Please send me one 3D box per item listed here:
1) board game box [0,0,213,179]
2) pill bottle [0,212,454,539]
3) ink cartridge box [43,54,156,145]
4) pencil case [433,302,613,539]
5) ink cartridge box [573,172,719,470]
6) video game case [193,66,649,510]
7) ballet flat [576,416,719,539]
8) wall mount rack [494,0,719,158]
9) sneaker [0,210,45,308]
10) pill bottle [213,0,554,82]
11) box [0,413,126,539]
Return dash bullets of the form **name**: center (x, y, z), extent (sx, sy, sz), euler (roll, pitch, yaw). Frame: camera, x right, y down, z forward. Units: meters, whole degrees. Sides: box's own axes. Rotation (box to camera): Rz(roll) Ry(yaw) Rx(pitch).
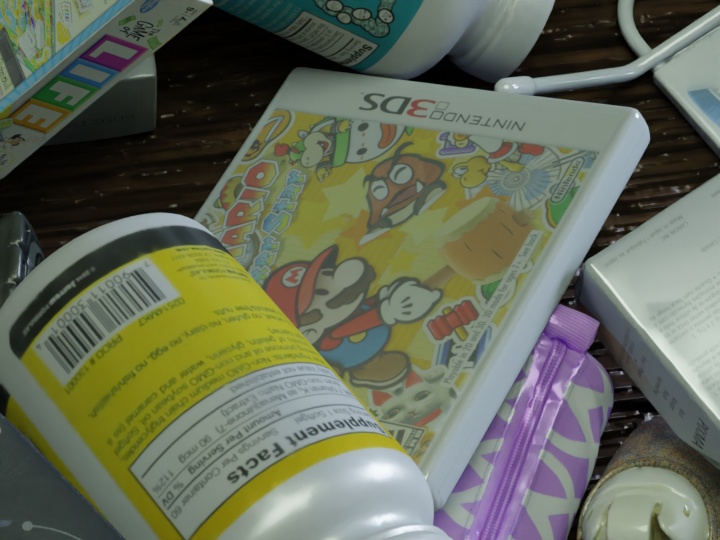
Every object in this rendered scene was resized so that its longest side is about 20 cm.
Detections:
- **board game box**: center (-0.144, -0.158, 1.116), extent (0.034, 0.134, 0.200), euler (16, 48, -48)
- **pill bottle**: center (-0.045, 0.082, 0.978), extent (0.114, 0.114, 0.200), euler (-30, 58, -20)
- **ink cartridge box**: center (-0.161, -0.151, 1.208), extent (0.109, 0.050, 0.200), euler (-7, 62, -9)
- **pencil case**: center (0.039, 0.112, 1.056), extent (0.084, 0.086, 0.200), euler (21, 60, -1)
- **ink cartridge box**: center (0.209, 0.037, 1.067), extent (0.162, 0.050, 0.200), euler (-32, 71, -14)
- **video game case**: center (0.000, 0.000, 1.105), extent (0.182, 0.023, 0.200), euler (10, 55, 35)
- **ballet flat**: center (0.111, 0.134, 1.054), extent (0.068, 0.067, 0.200), euler (-2, 57, 20)
- **wall mount rack**: center (0.165, -0.068, 1.178), extent (0.174, 0.075, 0.200), euler (-34, 67, -11)
- **sneaker**: center (-0.176, 0.065, 1.076), extent (0.091, 0.076, 0.200), euler (-5, 46, 7)
- **pill bottle**: center (-0.013, -0.153, 1.171), extent (0.200, 0.111, 0.111), euler (23, 58, -18)
- **box**: center (-0.104, 0.165, 0.895), extent (0.200, 0.106, 0.122), euler (42, 66, 17)
